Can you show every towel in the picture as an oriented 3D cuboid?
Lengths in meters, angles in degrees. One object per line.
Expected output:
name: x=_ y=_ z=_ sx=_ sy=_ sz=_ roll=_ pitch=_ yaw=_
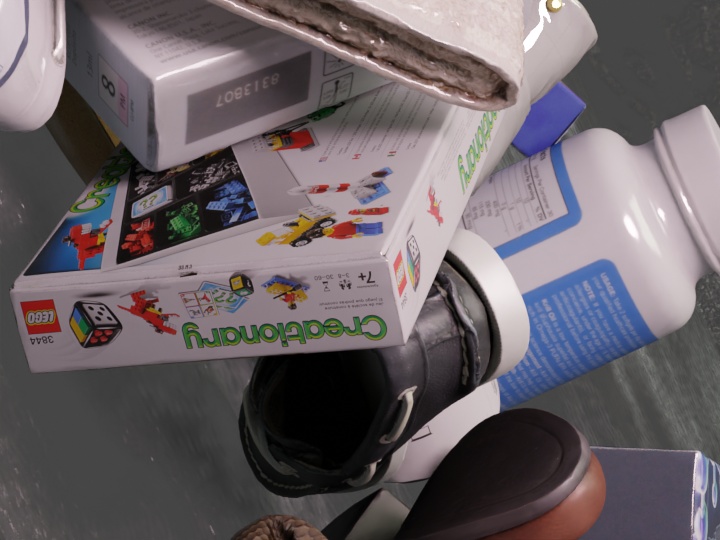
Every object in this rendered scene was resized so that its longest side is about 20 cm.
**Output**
towel: x=-0.029 y=-0.141 z=0.853 sx=0.199 sy=0.034 sz=0.133 roll=22 pitch=51 yaw=-18

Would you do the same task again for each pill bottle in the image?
pill bottle: x=0.101 y=-0.003 z=1.317 sx=0.113 sy=0.199 sz=0.112 roll=60 pitch=13 yaw=-24

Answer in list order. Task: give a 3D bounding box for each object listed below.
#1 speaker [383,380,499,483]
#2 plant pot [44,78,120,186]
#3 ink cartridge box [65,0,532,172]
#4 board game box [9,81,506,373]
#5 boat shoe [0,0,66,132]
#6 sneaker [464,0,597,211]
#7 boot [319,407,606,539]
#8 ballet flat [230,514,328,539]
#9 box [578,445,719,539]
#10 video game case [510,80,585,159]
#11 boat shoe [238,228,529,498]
speaker: x=0.000 y=0.000 z=1.071 sx=0.201 sy=0.081 sz=0.082 roll=69 pitch=5 yaw=-48
plant pot: x=-0.103 y=-0.091 z=1.022 sx=0.201 sy=0.027 sz=0.200 roll=60 pitch=14 yaw=-25
ink cartridge box: x=-0.058 y=-0.133 z=0.940 sx=0.200 sy=0.162 sz=0.057 roll=45 pitch=-34 yaw=37
board game box: x=-0.027 y=-0.028 z=0.890 sx=0.200 sy=0.125 sz=0.035 roll=-63 pitch=145 yaw=-61
boat shoe: x=-0.138 y=-0.137 z=0.864 sx=0.065 sy=0.073 sz=0.201 roll=37 pitch=41 yaw=-60
sneaker: x=0.050 y=-0.081 z=1.155 sx=0.074 sy=0.116 sz=0.200 roll=42 pitch=-8 yaw=-7
boot: x=0.084 y=0.153 z=0.938 sx=0.200 sy=0.188 sz=0.069 roll=44 pitch=49 yaw=-7
ballet flat: x=-0.004 y=0.171 z=0.880 sx=0.067 sy=0.046 sz=0.201 roll=46 pitch=23 yaw=-56
box: x=0.114 y=0.161 z=1.155 sx=0.200 sy=0.106 sz=0.150 roll=29 pitch=63 yaw=-69
video game case: x=0.005 y=-0.157 z=1.353 sx=0.200 sy=0.046 sz=0.181 roll=35 pitch=8 yaw=-42
boat shoe: x=-0.011 y=0.041 z=0.931 sx=0.076 sy=0.060 sz=0.200 roll=59 pitch=-30 yaw=11
